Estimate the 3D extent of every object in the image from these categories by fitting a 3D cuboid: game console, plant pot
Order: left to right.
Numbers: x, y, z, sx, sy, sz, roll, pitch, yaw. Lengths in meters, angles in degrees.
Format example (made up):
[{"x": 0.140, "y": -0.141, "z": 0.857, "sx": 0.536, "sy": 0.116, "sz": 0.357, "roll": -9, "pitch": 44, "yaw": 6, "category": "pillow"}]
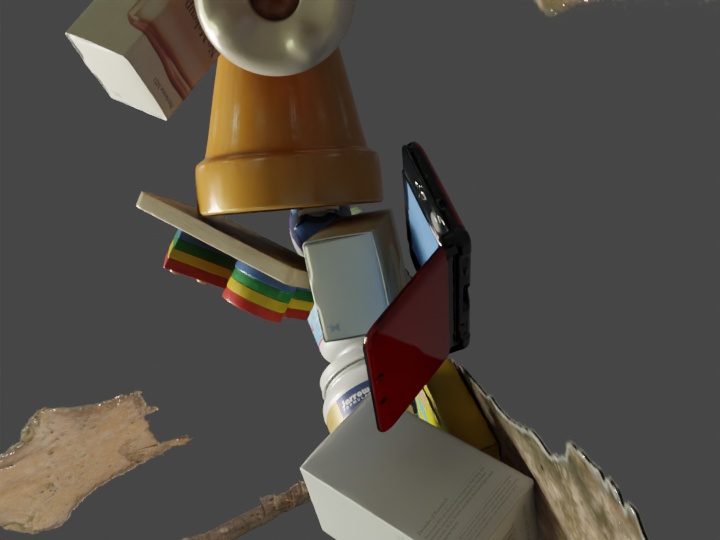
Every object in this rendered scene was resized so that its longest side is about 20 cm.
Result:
[{"x": -0.082, "y": -0.157, "z": 1.132, "sx": 0.200, "sy": 0.200, "sz": 0.184, "roll": -163, "pitch": 68, "yaw": -82, "category": "plant pot"}, {"x": 0.034, "y": 0.018, "z": 0.942, "sx": 0.200, "sy": 0.119, "sz": 0.173, "roll": 82, "pitch": 166, "yaw": -59, "category": "game console"}]

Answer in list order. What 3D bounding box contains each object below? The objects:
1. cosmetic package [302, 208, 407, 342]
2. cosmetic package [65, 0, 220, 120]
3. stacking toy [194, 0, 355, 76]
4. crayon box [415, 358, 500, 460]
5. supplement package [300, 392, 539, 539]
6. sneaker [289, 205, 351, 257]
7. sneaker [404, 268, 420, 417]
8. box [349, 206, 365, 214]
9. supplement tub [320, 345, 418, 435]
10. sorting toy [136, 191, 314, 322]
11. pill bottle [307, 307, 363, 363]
[{"x": 0.000, "y": 0.000, "z": 1.096, "sx": 0.200, "sy": 0.071, "sz": 0.105, "roll": -59, "pitch": -43, "yaw": -77, "category": "cosmetic package"}, {"x": -0.182, "y": -0.263, "z": 1.052, "sx": 0.087, "sy": 0.200, "sz": 0.103, "roll": 25, "pitch": 162, "yaw": 28, "category": "cosmetic package"}, {"x": -0.073, "y": -0.274, "z": 1.021, "sx": 0.200, "sy": 0.146, "sz": 0.146, "roll": -82, "pitch": -25, "yaw": -71, "category": "stacking toy"}, {"x": 0.107, "y": 0.188, "z": 1.143, "sx": 0.200, "sy": 0.051, "sz": 0.127, "roll": 76, "pitch": 171, "yaw": -46, "category": "crayon box"}, {"x": 0.059, "y": 0.229, "z": 1.026, "sx": 0.200, "sy": 0.117, "sz": 0.117, "roll": 25, "pitch": 147, "yaw": 33, "category": "supplement package"}, {"x": -0.057, "y": -0.120, "z": 1.292, "sx": 0.147, "sy": 0.080, "sz": 0.200, "roll": 79, "pitch": -172, "yaw": -45, "category": "sneaker"}, {"x": 0.046, "y": 0.093, "z": 1.235, "sx": 0.078, "sy": 0.080, "sz": 0.200, "roll": -171, "pitch": 60, "yaw": -82, "category": "sneaker"}, {"x": 0.022, "y": 0.002, "z": 1.354, "sx": 0.200, "sy": 0.036, "sz": 0.145, "roll": -137, "pitch": 28, "yaw": -73, "category": "box"}, {"x": 0.036, "y": 0.208, "z": 1.375, "sx": 0.144, "sy": 0.144, "sz": 0.200, "roll": 79, "pitch": 168, "yaw": -54, "category": "supplement tub"}, {"x": -0.133, "y": -0.004, "z": 1.184, "sx": 0.200, "sy": 0.070, "sz": 0.199, "roll": 27, "pitch": -176, "yaw": 18, "category": "sorting toy"}, {"x": -0.023, "y": 0.070, "z": 1.590, "sx": 0.109, "sy": 0.109, "sz": 0.200, "roll": 83, "pitch": 166, "yaw": -63, "category": "pill bottle"}]
